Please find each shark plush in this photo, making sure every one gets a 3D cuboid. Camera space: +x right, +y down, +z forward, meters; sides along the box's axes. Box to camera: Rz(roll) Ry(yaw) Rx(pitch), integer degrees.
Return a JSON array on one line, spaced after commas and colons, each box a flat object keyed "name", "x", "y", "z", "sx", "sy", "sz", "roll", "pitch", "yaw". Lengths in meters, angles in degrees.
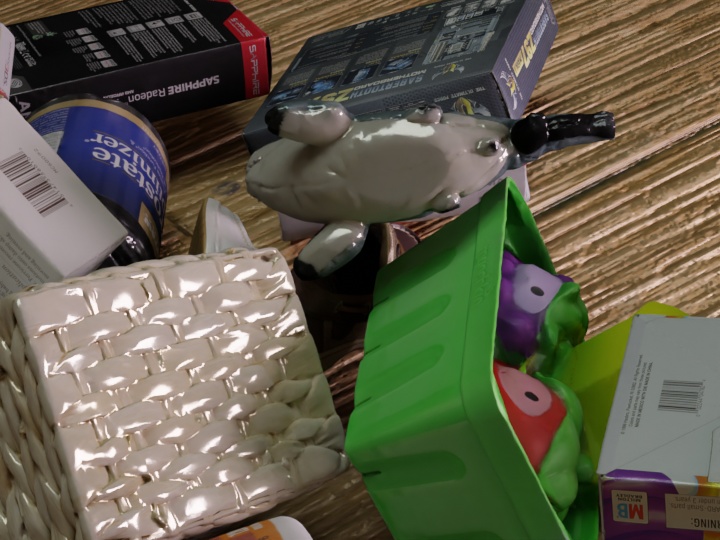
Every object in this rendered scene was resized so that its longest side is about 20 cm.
[{"name": "shark plush", "x": 0.031, "y": -0.071, "z": 0.891, "sx": 0.198, "sy": 0.092, "sz": 0.083, "roll": -21, "pitch": 10, "yaw": 10}]

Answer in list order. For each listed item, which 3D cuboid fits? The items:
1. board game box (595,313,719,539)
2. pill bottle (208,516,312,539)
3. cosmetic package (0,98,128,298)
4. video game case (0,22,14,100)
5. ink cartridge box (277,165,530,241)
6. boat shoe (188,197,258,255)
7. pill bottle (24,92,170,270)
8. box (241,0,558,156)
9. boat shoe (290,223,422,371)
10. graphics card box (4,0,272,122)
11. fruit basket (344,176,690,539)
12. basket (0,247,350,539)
[{"name": "board game box", "x": 0.153, "y": 0.131, "z": 0.656, "sx": 0.102, "sy": 0.202, "sz": 0.105, "roll": 2, "pitch": 33, "yaw": 17}, {"name": "pill bottle", "x": -0.103, "y": 0.187, "z": 0.717, "sx": 0.198, "sy": 0.113, "sz": 0.112, "roll": -17, "pitch": 33, "yaw": -13}, {"name": "cosmetic package", "x": -0.236, "y": 0.017, "z": 0.915, "sx": 0.200, "sy": 0.108, "sz": 0.085, "roll": -42, "pitch": 2, "yaw": 24}, {"name": "video game case", "x": -0.308, "y": -0.052, "z": 1.038, "sx": 0.198, "sy": 0.023, "sz": 0.184, "roll": -13, "pitch": 57, "yaw": 19}, {"name": "ink cartridge box", "x": 0.026, "y": -0.046, "z": 1.039, "sx": 0.160, "sy": 0.051, "sz": 0.200, "roll": -8, "pitch": 8, "yaw": 1}, {"name": "boat shoe", "x": -0.068, "y": 0.029, "z": 1.005, "sx": 0.068, "sy": 0.071, "sz": 0.201, "roll": 6, "pitch": 35, "yaw": -15}, {"name": "pill bottle", "x": -0.180, "y": -0.020, "z": 1.060, "sx": 0.110, "sy": 0.113, "sz": 0.201, "roll": -7, "pitch": 33, "yaw": 2}, {"name": "box", "x": 0.031, "y": -0.135, "z": 1.204, "sx": 0.198, "sy": 0.051, "sz": 0.158, "roll": -12, "pitch": 27, "yaw": 26}, {"name": "boat shoe", "x": 0.000, "y": 0.000, "z": 0.974, "sx": 0.072, "sy": 0.072, "sz": 0.200, "roll": 42, "pitch": 27, "yaw": 12}, {"name": "graphics card box", "x": -0.177, "y": -0.150, "z": 1.223, "sx": 0.198, "sy": 0.051, "sz": 0.126, "roll": -16, "pitch": 34, "yaw": -21}, {"name": "fruit basket", "x": 0.110, "y": 0.056, "z": 0.856, "sx": 0.213, "sy": 0.157, "sz": 0.216, "roll": -22, "pitch": 28, "yaw": 12}, {"name": "basket", "x": -0.115, "y": 0.070, "z": 0.797, "sx": 0.123, "sy": 0.137, "sz": 0.199, "roll": -24, "pitch": -7, "yaw": 36}]
